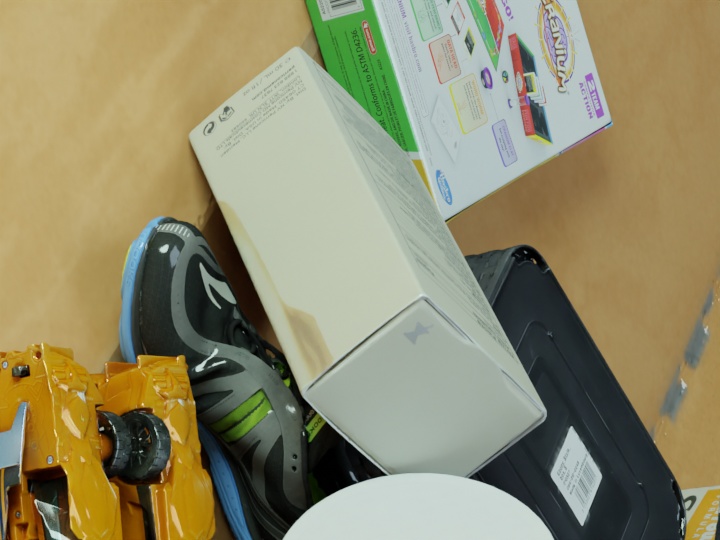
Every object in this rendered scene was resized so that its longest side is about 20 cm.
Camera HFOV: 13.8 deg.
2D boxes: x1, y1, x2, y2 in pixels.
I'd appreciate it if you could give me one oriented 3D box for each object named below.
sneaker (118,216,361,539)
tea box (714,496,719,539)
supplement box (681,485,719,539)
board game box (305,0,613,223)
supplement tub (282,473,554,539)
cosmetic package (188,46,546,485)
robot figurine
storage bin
[{"bbox_3d":[-0.042,0.055,1.338,0.200,0.082,0.071,61,38,-24],"label":"sneaker"},{"bbox_3d":[0.285,0.211,1.589,0.200,0.133,0.198,41,50,-41],"label":"tea box"},{"bbox_3d":[0.205,0.235,1.651,0.126,0.073,0.201,-50,121,-49],"label":"supplement box"},{"bbox_3d":[0.053,-0.118,1.561,0.200,0.040,0.154,-29,105,-54],"label":"board game box"},{"bbox_3d":[0.027,0.202,1.289,0.145,0.144,0.201,-57,152,-46],"label":"supplement tub"},{"bbox_3d":[0.000,0.000,1.338,0.105,0.071,0.200,44,13,-37],"label":"cosmetic package"},{"bbox_3d":[-0.106,0.134,1.246,0.145,0.058,0.201,9,73,-54],"label":"robot figurine"},{"bbox_3d":[0.069,0.103,1.477,0.200,0.093,0.135,57,40,-28],"label":"storage bin"}]
